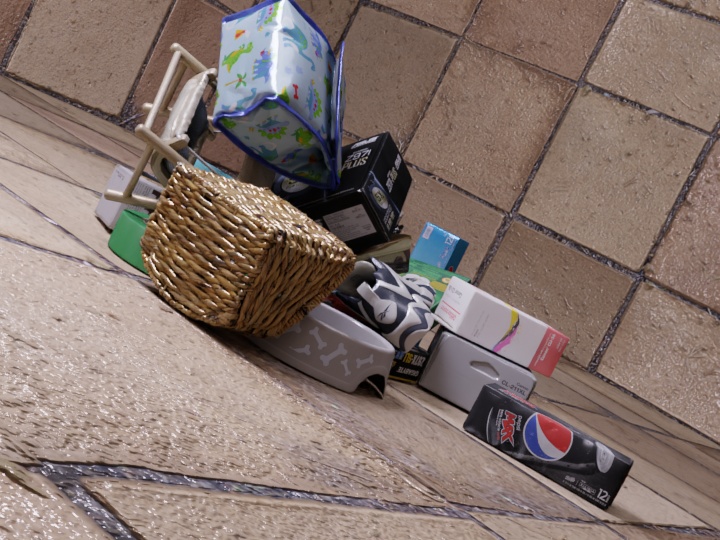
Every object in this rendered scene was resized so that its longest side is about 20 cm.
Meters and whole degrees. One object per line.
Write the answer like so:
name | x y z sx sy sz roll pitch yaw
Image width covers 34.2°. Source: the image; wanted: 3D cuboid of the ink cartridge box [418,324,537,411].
ink cartridge box | 0.162 0.146 1.660 0.145 0.083 0.200 28 4 3

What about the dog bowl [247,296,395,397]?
dog bowl | -0.049 0.078 1.364 0.200 0.059 0.200 28 5 -2

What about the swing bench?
swing bench | -0.194 -0.153 1.503 0.199 0.130 0.199 25 41 -14

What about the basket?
basket | -0.129 -0.009 1.295 0.149 0.143 0.200 15 15 -49

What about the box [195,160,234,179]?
box | -0.166 -0.095 1.695 0.082 0.049 0.200 31 1 31

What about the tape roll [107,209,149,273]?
tape roll | -0.216 -0.012 1.469 0.200 0.048 0.200 27 4 -2

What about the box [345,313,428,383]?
box | -0.027 0.077 1.567 0.200 0.049 0.159 30 8 33

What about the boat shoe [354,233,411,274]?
boat shoe | 0.000 0.000 1.613 0.200 0.065 0.073 -20 12 -37

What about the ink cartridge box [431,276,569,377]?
ink cartridge box | 0.181 0.070 1.655 0.199 0.068 0.116 26 3 -15

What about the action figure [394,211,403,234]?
action figure | -0.001 -0.052 1.721 0.119 0.102 0.200 -18 61 -41

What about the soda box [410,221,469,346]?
soda box | 0.099 0.028 1.898 0.064 0.201 0.068 28 4 20

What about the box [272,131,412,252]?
box | -0.046 -0.089 1.594 0.086 0.199 0.164 61 29 -25

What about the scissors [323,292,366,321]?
scissors | -0.037 0.042 1.515 0.073 0.014 0.200 31 5 20

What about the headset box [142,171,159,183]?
headset box | -0.246 -0.072 1.816 0.148 0.075 0.200 30 5 29

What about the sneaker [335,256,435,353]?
sneaker | 0.027 0.023 1.538 0.130 0.079 0.199 43 18 -11

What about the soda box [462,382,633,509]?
soda box | 0.229 0.212 1.428 0.200 0.064 0.071 28 4 17

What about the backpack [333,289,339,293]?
backpack | -0.026 0.011 1.852 0.163 0.154 0.200 25 -16 7

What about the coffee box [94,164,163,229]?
coffee box | -0.254 -0.063 1.622 0.200 0.080 0.113 26 2 -26

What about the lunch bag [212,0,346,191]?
lunch bag | -0.081 -0.216 1.471 0.127 0.171 0.200 -13 -33 28

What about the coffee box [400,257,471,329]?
coffee box | 0.065 0.049 1.757 0.123 0.044 0.200 20 33 29
